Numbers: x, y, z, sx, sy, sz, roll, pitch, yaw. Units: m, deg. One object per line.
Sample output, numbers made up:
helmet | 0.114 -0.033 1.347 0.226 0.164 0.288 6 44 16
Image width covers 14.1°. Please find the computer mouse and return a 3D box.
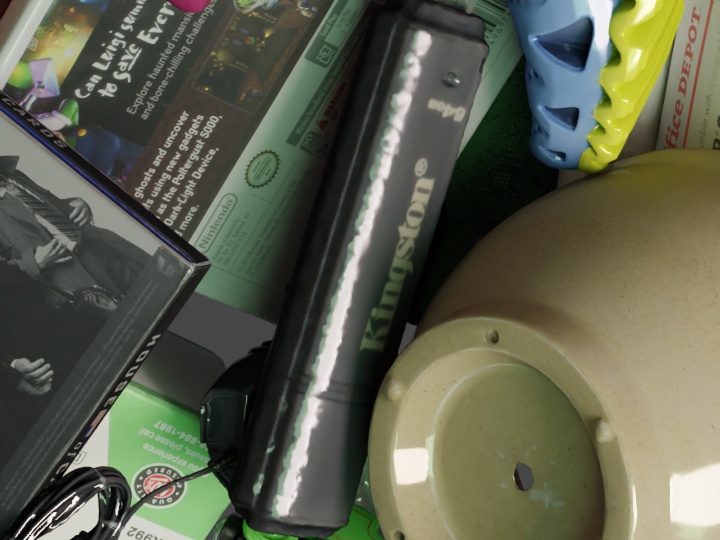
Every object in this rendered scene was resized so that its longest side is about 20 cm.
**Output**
computer mouse | -0.063 0.071 1.062 0.200 0.034 0.059 -29 123 -33

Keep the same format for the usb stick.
usb stick | 0.000 0.000 1.049 0.055 0.033 0.201 13 96 -44

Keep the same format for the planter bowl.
planter bowl | 0.088 0.063 1.045 0.134 0.200 0.201 -12 126 -49

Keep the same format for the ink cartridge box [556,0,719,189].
ink cartridge box | 0.181 -0.065 1.135 0.199 0.068 0.116 -9 120 -28

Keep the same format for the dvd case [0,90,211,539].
dvd case | -0.172 -0.005 1.027 0.200 0.025 0.151 39 103 10

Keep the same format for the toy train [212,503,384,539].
toy train | 0.036 0.138 1.120 0.199 0.056 0.042 28 129 2

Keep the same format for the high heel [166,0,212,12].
high heel | -0.123 -0.161 0.958 0.096 0.201 0.067 -25 167 -12

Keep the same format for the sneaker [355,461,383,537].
sneaker | -0.006 0.122 1.197 0.078 0.079 0.201 26 82 -32

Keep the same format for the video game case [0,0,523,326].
video game case | -0.034 -0.086 1.058 0.181 0.023 0.200 23 108 -28

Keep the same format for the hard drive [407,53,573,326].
hard drive | -0.011 -0.055 1.115 0.199 0.038 0.140 10 113 -22

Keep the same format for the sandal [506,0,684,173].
sandal | 0.074 -0.123 1.024 0.087 0.080 0.201 14 130 13

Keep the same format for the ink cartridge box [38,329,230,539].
ink cartridge box | -0.154 0.103 1.124 0.146 0.084 0.200 26 106 -29
